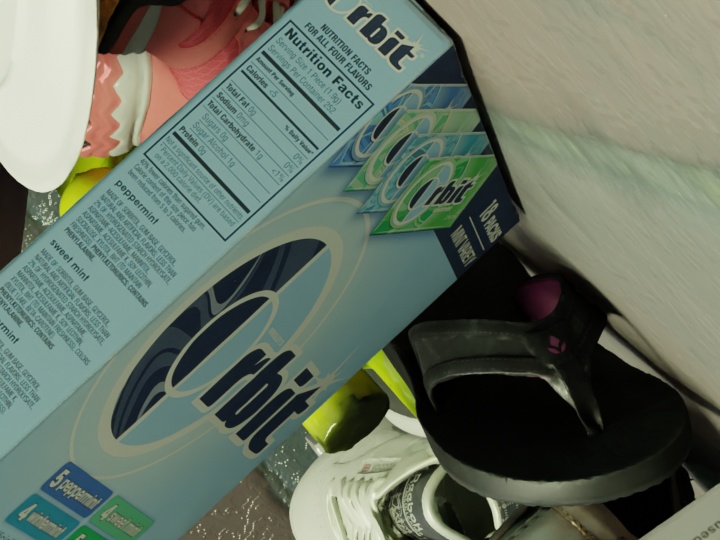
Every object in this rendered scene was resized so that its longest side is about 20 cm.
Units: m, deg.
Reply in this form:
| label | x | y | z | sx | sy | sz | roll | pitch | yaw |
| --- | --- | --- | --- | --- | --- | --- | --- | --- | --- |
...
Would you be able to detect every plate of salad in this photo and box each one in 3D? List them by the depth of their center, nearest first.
| label | x | y | z | sx | sy | sz | roll | pitch | yaw |
| --- | --- | --- | --- | --- | --- | --- | --- | --- | --- |
| plate of salad | -0.105 | -0.124 | 0.793 | 0.200 | 0.048 | 0.201 | 168 | 90 | -69 |

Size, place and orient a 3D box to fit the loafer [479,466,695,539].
| label | x | y | z | sx | sy | sz | roll | pitch | yaw |
| --- | --- | --- | --- | --- | --- | --- | --- | --- | --- |
| loafer | 0.092 | 0.086 | 0.904 | 0.072 | 0.063 | 0.200 | 38 | -161 | 10 |

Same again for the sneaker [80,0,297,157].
| label | x | y | z | sx | sy | sz | roll | pitch | yaw |
| --- | --- | --- | --- | --- | --- | --- | --- | --- | --- |
| sneaker | -0.047 | -0.092 | 0.859 | 0.200 | 0.087 | 0.074 | 125 | 147 | -72 |

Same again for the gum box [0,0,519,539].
| label | x | y | z | sx | sy | sz | roll | pitch | yaw |
| --- | --- | --- | --- | --- | --- | --- | --- | --- | --- |
| gum box | -0.047 | 0.014 | 0.766 | 0.045 | 0.200 | 0.170 | 47 | 177 | 18 |

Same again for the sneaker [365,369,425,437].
| label | x | y | z | sx | sy | sz | roll | pitch | yaw |
| --- | --- | --- | --- | --- | --- | --- | --- | --- | --- |
| sneaker | 0.000 | 0.000 | 1.133 | 0.099 | 0.071 | 0.200 | 45 | -177 | -31 |

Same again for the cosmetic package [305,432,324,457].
| label | x | y | z | sx | sy | sz | roll | pitch | yaw |
| --- | --- | --- | --- | --- | --- | --- | --- | --- | --- |
| cosmetic package | 0.076 | 0.130 | 1.359 | 0.200 | 0.108 | 0.085 | 47 | 176 | -3 |

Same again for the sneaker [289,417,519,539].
| label | x | y | z | sx | sy | sz | roll | pitch | yaw |
| --- | --- | --- | --- | --- | --- | --- | --- | --- | --- |
| sneaker | 0.024 | 0.099 | 1.136 | 0.200 | 0.080 | 0.077 | -21 | 93 | 49 |

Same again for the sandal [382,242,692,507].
| label | x | y | z | sx | sy | sz | roll | pitch | yaw |
| --- | --- | --- | --- | --- | --- | --- | --- | --- | --- |
| sandal | 0.044 | 0.024 | 0.870 | 0.200 | 0.075 | 0.048 | 43 | 154 | 62 |

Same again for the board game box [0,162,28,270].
| label | x | y | z | sx | sy | sz | roll | pitch | yaw |
| --- | --- | --- | --- | --- | --- | --- | --- | --- | --- |
| board game box | -0.173 | -0.097 | 0.939 | 0.165 | 0.057 | 0.200 | 48 | -138 | -60 |

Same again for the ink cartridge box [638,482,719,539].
| label | x | y | z | sx | sy | sz | roll | pitch | yaw |
| --- | --- | --- | --- | --- | --- | --- | --- | --- | --- |
| ink cartridge box | 0.147 | 0.164 | 0.683 | 0.200 | 0.086 | 0.148 | 46 | 159 | 30 |

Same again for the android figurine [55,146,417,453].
| label | x | y | z | sx | sy | sz | roll | pitch | yaw |
| --- | --- | --- | --- | --- | --- | --- | --- | --- | --- |
| android figurine | -0.039 | -0.015 | 0.995 | 0.182 | 0.041 | 0.200 | -5 | -131 | -49 |
